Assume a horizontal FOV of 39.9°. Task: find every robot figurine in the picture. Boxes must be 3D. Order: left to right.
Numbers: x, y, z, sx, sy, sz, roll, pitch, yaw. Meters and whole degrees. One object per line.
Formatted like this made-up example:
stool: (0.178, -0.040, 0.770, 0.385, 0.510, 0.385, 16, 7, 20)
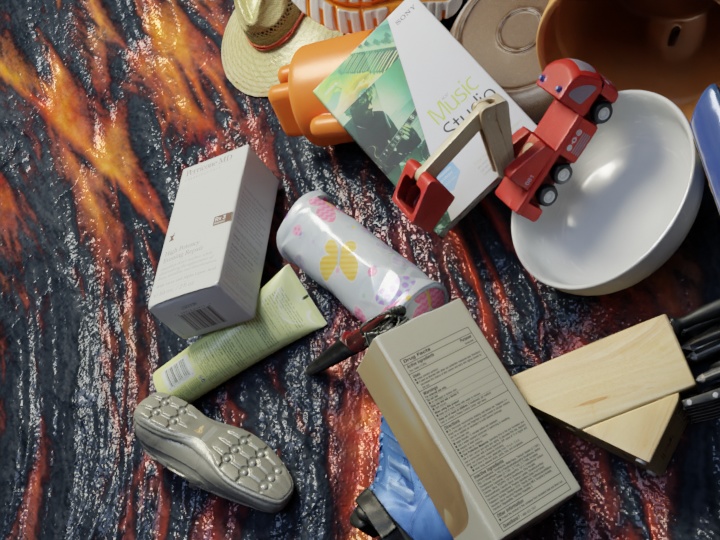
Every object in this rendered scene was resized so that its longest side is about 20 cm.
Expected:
robot figurine: (-0.002, -0.204, 1.097, 0.196, 0.143, 0.119, -6, 93, 25)

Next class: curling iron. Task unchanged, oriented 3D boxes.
curling iron: (-0.012, 0.072, 0.972, 0.026, 0.049, 0.199, 64, 149, 4)

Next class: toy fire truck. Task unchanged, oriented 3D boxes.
toy fire truck: (0.134, -0.115, 0.911, 0.202, 0.139, 0.049, -58, 36, 14)

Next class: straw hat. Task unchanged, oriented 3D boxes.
straw hat: (-0.114, -0.326, 1.223, 0.197, 0.085, 0.205, -10, 65, 22)

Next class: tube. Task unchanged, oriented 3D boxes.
tube: (-0.135, 0.081, 1.085, 0.198, 0.058, 0.052, -35, 46, 10)

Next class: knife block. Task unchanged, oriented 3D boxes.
knife block: (0.254, 0.078, 0.877, 0.198, 0.064, 0.178, 23, 80, 33)

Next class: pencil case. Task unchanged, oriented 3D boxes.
pencil case: (0.000, 0.000, 1.025, 0.199, 0.090, 0.084, 39, 98, 34)

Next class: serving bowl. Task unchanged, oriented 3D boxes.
serving bowl: (0.238, -0.064, 0.927, 0.199, 0.065, 0.203, -31, 45, 36)

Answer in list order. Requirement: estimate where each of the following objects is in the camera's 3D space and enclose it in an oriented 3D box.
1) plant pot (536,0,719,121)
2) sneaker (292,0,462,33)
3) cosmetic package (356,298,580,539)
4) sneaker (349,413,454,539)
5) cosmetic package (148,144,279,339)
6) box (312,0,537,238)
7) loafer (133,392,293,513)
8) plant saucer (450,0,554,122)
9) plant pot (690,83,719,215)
plant pot: (0.279, -0.247, 0.938, 0.196, 0.201, 0.142, 6, 55, 29)
sneaker: (0.015, -0.315, 1.125, 0.195, 0.080, 0.078, -1, 26, -13)
cosmetic package: (0.091, 0.138, 0.876, 0.104, 0.071, 0.202, -20, 68, -27)
sneaker: (0.026, 0.189, 0.937, 0.110, 0.077, 0.202, -29, 65, 2)
cosmetic package: (-0.159, -0.034, 1.099, 0.100, 0.074, 0.203, -17, 48, 25)
box: (0.067, -0.155, 0.993, 0.144, 0.036, 0.201, -43, 78, 4)
loafer: (-0.155, 0.198, 1.039, 0.198, 0.071, 0.070, 28, 41, 23)
plant saucer: (0.178, -0.254, 1.077, 0.196, 0.032, 0.205, -11, 65, 24)
plant pot: (0.382, -0.066, 0.797, 0.177, 0.199, 0.204, -21, 61, 23)
